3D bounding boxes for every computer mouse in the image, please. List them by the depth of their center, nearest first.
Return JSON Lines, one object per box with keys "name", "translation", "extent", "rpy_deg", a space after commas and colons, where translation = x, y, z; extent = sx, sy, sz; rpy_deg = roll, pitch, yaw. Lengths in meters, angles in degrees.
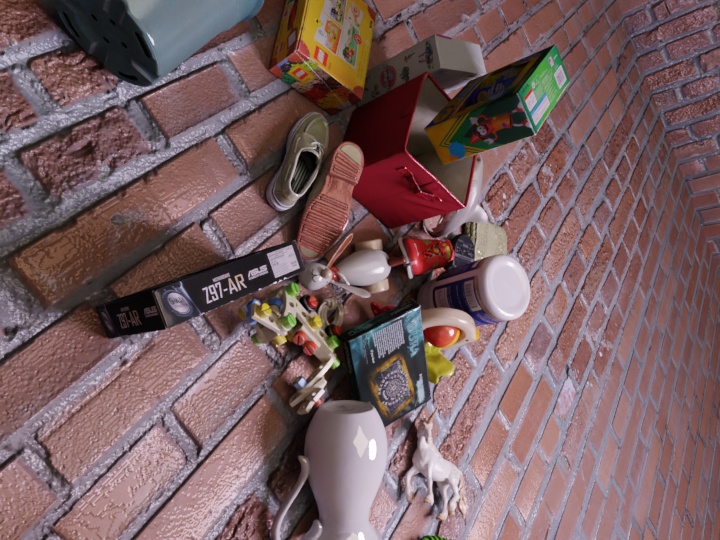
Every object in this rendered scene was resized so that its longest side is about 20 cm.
{"name": "computer mouse", "translation": [0.198, 0.018, 1.163], "extent": [0.059, 0.034, 0.201], "rpy_deg": [21, 73, -24]}

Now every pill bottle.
{"name": "pill bottle", "translation": [0.200, 0.046, 1.022], "extent": [0.115, 0.200, 0.116], "rpy_deg": [8, 75, -30]}

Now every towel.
{"name": "towel", "translation": [0.283, -0.024, 1.248], "extent": [0.148, 0.036, 0.201], "rpy_deg": [23, 65, -41]}

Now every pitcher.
{"name": "pitcher", "translation": [-0.044, 0.298, 0.802], "extent": [0.171, 0.121, 0.201], "rpy_deg": [2, 90, -31]}

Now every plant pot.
{"name": "plant pot", "translation": [-0.253, -0.350, 0.694], "extent": [0.200, 0.200, 0.196], "rpy_deg": [46, 59, -27]}

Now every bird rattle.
{"name": "bird rattle", "translation": [0.116, 0.102, 0.977], "extent": [0.200, 0.163, 0.113], "rpy_deg": [46, 33, -39]}

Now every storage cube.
{"name": "storage cube", "translation": [0.082, -0.203, 0.989], "extent": [0.171, 0.180, 0.200], "rpy_deg": [35, 59, -34]}

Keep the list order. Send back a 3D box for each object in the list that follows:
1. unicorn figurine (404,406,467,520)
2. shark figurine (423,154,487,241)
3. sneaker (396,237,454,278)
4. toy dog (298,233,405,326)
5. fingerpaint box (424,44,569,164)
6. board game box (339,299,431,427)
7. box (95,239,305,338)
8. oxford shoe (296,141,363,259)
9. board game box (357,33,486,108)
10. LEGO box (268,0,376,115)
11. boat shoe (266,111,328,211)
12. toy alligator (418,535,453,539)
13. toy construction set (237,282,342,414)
{"name": "unicorn figurine", "translation": [0.131, 0.353, 0.993], "extent": [0.200, 0.074, 0.138], "rpy_deg": [56, 37, -39]}
{"name": "shark figurine", "translation": [0.189, -0.099, 1.050], "extent": [0.089, 0.215, 0.128], "rpy_deg": [20, 46, -10]}
{"name": "sneaker", "translation": [0.125, -0.034, 1.022], "extent": [0.200, 0.085, 0.077], "rpy_deg": [-13, 87, -68]}
{"name": "toy dog", "translation": [0.000, 0.000, 0.909], "extent": [0.200, 0.096, 0.132], "rpy_deg": [-43, 113, -48]}
{"name": "fingerpaint box", "translation": [0.222, -0.268, 0.898], "extent": [0.200, 0.167, 0.073], "rpy_deg": [-50, 118, -38]}
{"name": "board game box", "translation": [0.046, 0.159, 0.893], "extent": [0.135, 0.028, 0.200], "rpy_deg": [-24, 123, -24]}
{"name": "box", "translation": [-0.191, 0.022, 0.678], "extent": [0.200, 0.160, 0.044], "rpy_deg": [-25, 99, -44]}
{"name": "oxford shoe", "translation": [-0.055, -0.111, 0.910], "extent": [0.071, 0.074, 0.200], "rpy_deg": [28, 83, -23]}
{"name": "board game box", "translation": [0.107, -0.358, 1.034], "extent": [0.147, 0.200, 0.064], "rpy_deg": [-12, 89, -46]}
{"name": "LEGO box", "translation": [-0.061, -0.400, 0.965], "extent": [0.149, 0.077, 0.201], "rpy_deg": [26, 63, -38]}
{"name": "boat shoe", "translation": [-0.086, -0.180, 0.899], "extent": [0.072, 0.062, 0.200], "rpy_deg": [38, 56, -33]}
{"name": "toy alligator", "translation": [0.154, 0.500, 0.988], "extent": [0.200, 0.059, 0.054], "rpy_deg": [24, 24, -39]}
{"name": "toy construction set", "translation": [-0.090, 0.104, 0.808], "extent": [0.131, 0.092, 0.200], "rpy_deg": [-70, 139, -60]}
